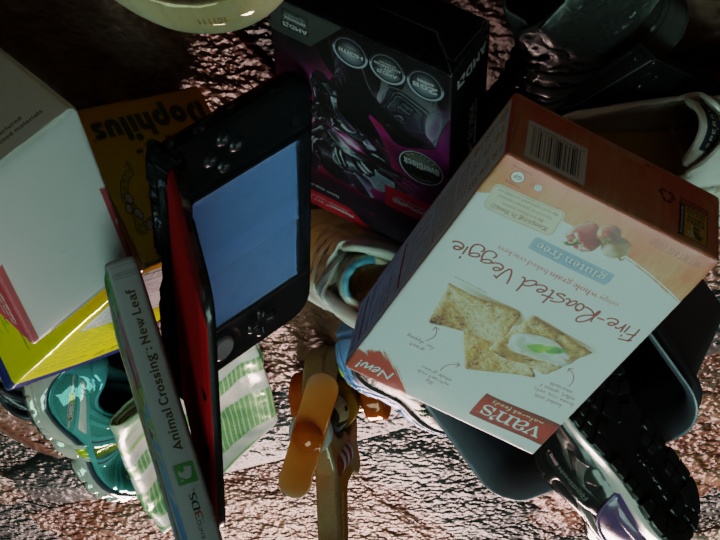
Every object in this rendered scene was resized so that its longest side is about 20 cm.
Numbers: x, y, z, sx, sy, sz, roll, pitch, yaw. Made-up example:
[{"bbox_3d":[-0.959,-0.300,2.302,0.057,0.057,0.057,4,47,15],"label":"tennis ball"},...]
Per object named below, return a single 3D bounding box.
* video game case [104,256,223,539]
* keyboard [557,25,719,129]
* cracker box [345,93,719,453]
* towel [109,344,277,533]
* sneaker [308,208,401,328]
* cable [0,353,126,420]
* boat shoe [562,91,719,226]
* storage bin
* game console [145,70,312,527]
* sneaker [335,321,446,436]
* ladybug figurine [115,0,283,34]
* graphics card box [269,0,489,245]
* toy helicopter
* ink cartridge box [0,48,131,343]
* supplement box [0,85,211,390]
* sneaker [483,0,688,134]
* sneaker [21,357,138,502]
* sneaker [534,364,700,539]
[{"bbox_3d":[-0.117,0.101,0.971,0.022,0.183,0.200,-16,169,-11],"label":"video game case"},{"bbox_3d":[0.215,-0.105,0.983,0.127,0.021,0.200,-30,154,32],"label":"keyboard"},{"bbox_3d":[0.094,0.009,0.927,0.133,0.058,0.200,25,134,-11],"label":"cracker box"},{"bbox_3d":[-0.128,0.121,1.307,0.023,0.153,0.200,37,156,22],"label":"towel"},{"bbox_3d":[0.000,0.000,1.090,0.081,0.077,0.200,20,-178,-45],"label":"sneaker"},{"bbox_3d":[-0.215,0.098,1.343,0.199,0.051,0.163,23,140,-32],"label":"cable"},{"bbox_3d":[0.193,-0.071,0.941,0.199,0.071,0.070,-1,158,-15],"label":"boat shoe"},{"bbox_3d":[0.158,0.052,1.169,0.200,0.134,0.146,-32,98,40],"label":"storage bin"},{"bbox_3d":[-0.060,0.016,0.947,0.119,0.172,0.201,36,143,29],"label":"game console"},{"bbox_3d":[0.063,0.081,1.261,0.082,0.071,0.199,-11,155,36],"label":"sneaker"},{"bbox_3d":[-0.096,-0.207,0.840,0.135,0.072,0.200,-3,148,8],"label":"ladybug figurine"},{"bbox_3d":[0.013,-0.095,0.986,0.125,0.051,0.200,27,151,17],"label":"graphics card box"},{"bbox_3d":[-0.024,0.158,1.288,0.078,0.201,0.132,-6,164,13],"label":"toy helicopter"},{"bbox_3d":[-0.237,-0.074,0.935,0.200,0.083,0.147,38,157,29],"label":"ink cartridge box"},{"bbox_3d":[-0.173,-0.019,1.068,0.109,0.110,0.200,-19,168,-45],"label":"supplement box"},{"bbox_3d":[0.111,-0.140,0.945,0.104,0.060,0.200,23,135,-38],"label":"sneaker"},{"bbox_3d":[-0.196,0.124,1.280,0.079,0.078,0.200,-15,147,10],"label":"sneaker"},{"bbox_3d":[0.139,0.107,1.079,0.087,0.076,0.201,-19,106,45],"label":"sneaker"}]
